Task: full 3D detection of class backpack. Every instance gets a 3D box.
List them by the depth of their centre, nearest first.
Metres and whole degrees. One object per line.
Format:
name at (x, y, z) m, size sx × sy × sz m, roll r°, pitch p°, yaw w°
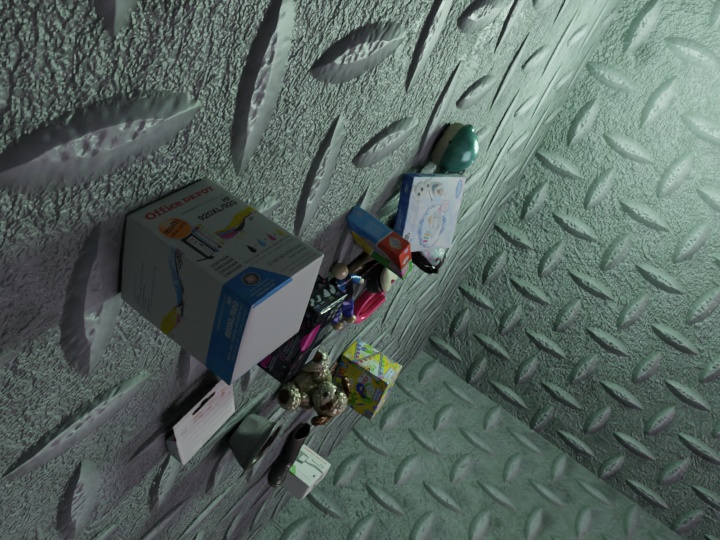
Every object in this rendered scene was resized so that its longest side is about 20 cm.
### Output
backpack at (0.157, -0.089, 1.860) m, size 0.127 × 0.167 × 0.200 m, roll -61°, pitch 153°, yaw -10°

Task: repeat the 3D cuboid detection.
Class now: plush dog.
plush dog at (-0.120, 0.355, 1.888) m, size 0.200 × 0.172 × 0.161 m, roll -51°, pitch 166°, yaw -18°

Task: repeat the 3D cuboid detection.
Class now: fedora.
fedora at (-0.285, 0.440, 1.709) m, size 0.177 × 0.090 × 0.200 m, roll -56°, pitch 172°, yaw 11°

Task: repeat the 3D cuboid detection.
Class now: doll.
doll at (-0.047, 0.056, 1.641) m, size 0.136 × 0.048 × 0.200 m, roll -26°, pitch 138°, yaw -22°

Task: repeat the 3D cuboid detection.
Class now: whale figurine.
whale figurine at (0.267, -0.315, 1.760) m, size 0.159 × 0.104 × 0.200 m, roll -57°, pitch 164°, yaw 5°

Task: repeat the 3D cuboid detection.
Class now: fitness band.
fitness band at (0.039, 0.085, 2.050) m, size 0.200 × 0.037 × 0.144 m, roll -44°, pitch 164°, yaw -22°

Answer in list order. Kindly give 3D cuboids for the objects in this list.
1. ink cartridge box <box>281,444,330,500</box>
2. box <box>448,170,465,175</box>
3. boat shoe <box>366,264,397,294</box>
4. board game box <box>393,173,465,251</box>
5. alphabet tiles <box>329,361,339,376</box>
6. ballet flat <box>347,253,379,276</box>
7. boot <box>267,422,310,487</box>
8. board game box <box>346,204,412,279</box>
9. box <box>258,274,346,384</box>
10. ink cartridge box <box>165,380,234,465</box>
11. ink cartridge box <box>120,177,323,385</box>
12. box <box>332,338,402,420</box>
ink cartridge box at (-0.230, 0.794, 2.591) m, size 0.084 × 0.145 × 0.200 m, roll -61°, pitch 165°, yaw 19°
box at (0.232, -0.223, 1.985) m, size 0.160 × 0.044 × 0.200 m, roll -28°, pitch 150°, yaw -60°
boat shoe at (0.068, 0.010, 1.955) m, size 0.201 × 0.063 × 0.074 m, roll -53°, pitch 128°, yaw -62°
board game box at (0.176, -0.151, 1.704) m, size 0.199 × 0.043 × 0.200 m, roll -6°, pitch 114°, yaw -40°
alphabet tiles at (-0.132, 0.412, 2.324) m, size 0.200 × 0.008 × 0.167 m, roll -53°, pitch 166°, yaw -5°
ballet flat at (0.000, 0.000, 1.725) m, size 0.200 × 0.046 × 0.067 m, roll -45°, pitch 162°, yaw -34°
boot at (-0.256, 0.668, 2.373) m, size 0.200 × 0.073 × 0.182 m, roll -57°, pitch -179°, yaw 37°
board game box at (0.048, -0.062, 1.527) m, size 0.040 × 0.153 × 0.200 m, roll -51°, pitch 165°, yaw -8°
box at (-0.139, 0.114, 1.394) m, size 0.200 × 0.115 × 0.132 m, roll -61°, pitch 166°, yaw 27°
ink cartridge box at (-0.327, 0.291, 1.332) m, size 0.161 × 0.050 × 0.200 m, roll -46°, pitch 159°, yaw -32°
ink cartridge box at (-0.180, 0.008, 0.835) m, size 0.147 × 0.200 × 0.145 m, roll -39°, pitch 156°, yaw -48°
box at (0.013, 0.389, 2.339) m, size 0.122 × 0.192 × 0.200 m, roll -41°, pitch 158°, yaw -52°
